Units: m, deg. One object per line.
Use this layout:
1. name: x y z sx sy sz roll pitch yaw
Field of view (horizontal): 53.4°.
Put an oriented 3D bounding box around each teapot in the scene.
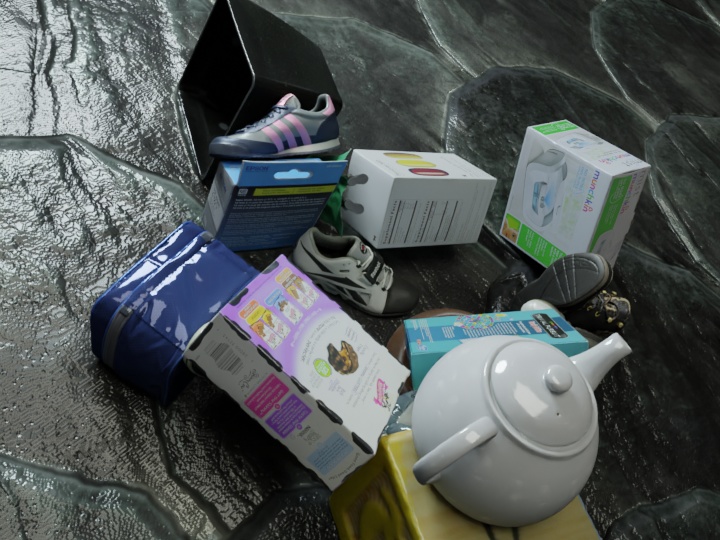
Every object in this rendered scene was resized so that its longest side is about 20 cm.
1. teapot: 0.149 0.137 0.682 0.196 0.146 0.201 20 50 -8

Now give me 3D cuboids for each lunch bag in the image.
1. lunch bag: -0.219 0.038 0.850 0.132 0.136 0.200 35 50 4

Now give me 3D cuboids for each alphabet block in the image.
1. alphabet block: 0.107 0.282 0.775 0.199 0.196 0.197 -7 57 -27

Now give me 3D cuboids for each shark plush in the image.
1. shark plush: -0.007 0.198 0.886 0.199 0.091 0.084 -11 56 1

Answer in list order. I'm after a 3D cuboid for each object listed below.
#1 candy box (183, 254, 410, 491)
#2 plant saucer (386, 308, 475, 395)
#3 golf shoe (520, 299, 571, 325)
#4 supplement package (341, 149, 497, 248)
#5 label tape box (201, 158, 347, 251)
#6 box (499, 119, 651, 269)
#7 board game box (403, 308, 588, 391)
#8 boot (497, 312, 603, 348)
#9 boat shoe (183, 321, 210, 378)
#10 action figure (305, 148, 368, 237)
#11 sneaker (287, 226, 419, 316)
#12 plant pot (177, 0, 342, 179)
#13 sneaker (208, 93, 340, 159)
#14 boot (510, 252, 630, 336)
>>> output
1. candy box: -0.056 0.098 0.746 0.200 0.072 0.168 43 25 -2
2. plant saucer: 0.129 0.137 0.965 0.199 0.035 0.202 4 62 -7
3. golf shoe: 0.252 0.134 0.956 0.092 0.072 0.201 1 70 -47
4. supplement package: 0.085 -0.109 1.073 0.199 0.110 0.114 -5 31 -36
5. label tape box: -0.120 -0.104 0.957 0.142 0.200 0.066 -6 61 -28
6. box: 0.332 -0.106 1.128 0.096 0.201 0.176 -15 42 -30
7. board game box: 0.156 0.094 0.872 0.198 0.047 0.151 -4 11 1
8. boot: 0.268 0.146 1.044 0.199 0.068 0.131 13 61 -12
9. boat shoe: -0.127 0.106 0.817 0.062 0.200 0.075 30 84 29
10. action figure: -0.051 -0.126 1.044 0.054 0.119 0.200 5 12 -28
11. sneaker: 0.000 0.000 1.010 0.199 0.089 0.074 20 48 -10
12. plant pot: -0.145 -0.266 1.085 0.176 0.200 0.200 2 53 -36
13. sneaker: -0.116 -0.192 0.958 0.199 0.083 0.070 -15 18 -39
14. boot: 0.335 0.043 1.058 0.150 0.200 0.074 11 58 -22
